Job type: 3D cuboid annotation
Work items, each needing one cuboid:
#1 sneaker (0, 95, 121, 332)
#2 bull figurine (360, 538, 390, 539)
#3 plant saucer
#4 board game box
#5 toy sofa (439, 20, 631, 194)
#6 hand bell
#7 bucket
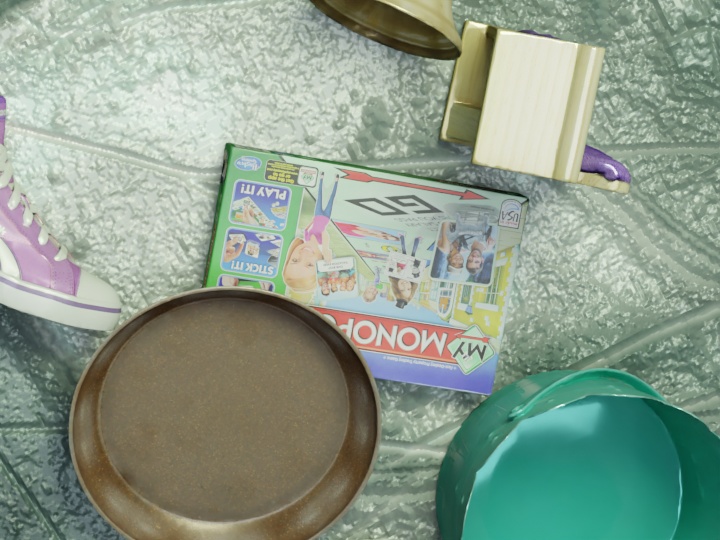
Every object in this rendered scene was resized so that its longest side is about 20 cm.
[{"bbox_3d":[-0.223,-0.044,1.401,0.200,0.073,0.114,28,91,-12],"label":"sneaker"},{"bbox_3d":[0.037,0.267,1.497,0.200,0.065,0.122,37,96,-11],"label":"bull figurine"},{"bbox_3d":[-0.087,0.096,1.446,0.200,0.035,0.201,-3,113,-6],"label":"plant saucer"},{"bbox_3d":[0.000,0.000,1.465,0.199,0.029,0.135,9,97,-11],"label":"board game box"},{"bbox_3d":[0.111,-0.103,1.380,0.097,0.200,0.083,11,97,-4],"label":"toy sofa"},{"bbox_3d":[0.051,-0.245,1.416,0.104,0.104,0.200,23,83,-12],"label":"hand bell"},{"bbox_3d":[0.148,0.162,1.461,0.207,0.135,0.208,-2,100,-9],"label":"bucket"}]
